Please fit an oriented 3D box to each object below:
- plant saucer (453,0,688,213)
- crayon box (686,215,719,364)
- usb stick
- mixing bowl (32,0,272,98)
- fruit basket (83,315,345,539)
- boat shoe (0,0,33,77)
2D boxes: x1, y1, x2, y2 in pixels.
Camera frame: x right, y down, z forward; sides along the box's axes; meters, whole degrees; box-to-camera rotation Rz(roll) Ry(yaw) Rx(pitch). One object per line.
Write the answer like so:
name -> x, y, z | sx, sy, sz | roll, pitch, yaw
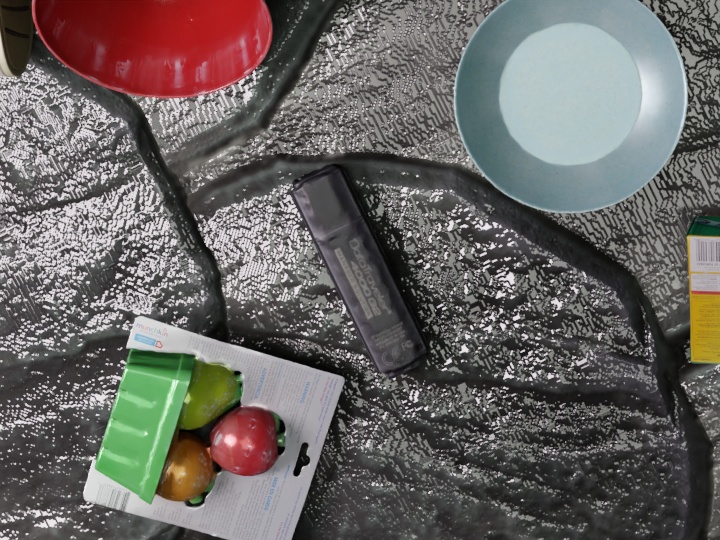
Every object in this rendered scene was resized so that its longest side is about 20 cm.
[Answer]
plant saucer -> 0.182, -0.151, 1.485 | 0.200, 0.039, 0.202 | 1, 101, 7
crayon box -> 0.381, 0.019, 1.457 | 0.199, 0.058, 0.119 | 2, 111, 20
usb stick -> 0.000, 0.000, 1.541 | 0.055, 0.033, 0.201 | -25, 97, 4
mixing bowl -> -0.171, -0.248, 1.450 | 0.199, 0.200, 0.109 | 1, 57, 1
fruit basket -> -0.136, 0.151, 1.573 | 0.199, 0.094, 0.186 | 15, 104, -12
boat shoe -> -0.341, -0.267, 1.511 | 0.068, 0.075, 0.201 | -9, 93, 15
